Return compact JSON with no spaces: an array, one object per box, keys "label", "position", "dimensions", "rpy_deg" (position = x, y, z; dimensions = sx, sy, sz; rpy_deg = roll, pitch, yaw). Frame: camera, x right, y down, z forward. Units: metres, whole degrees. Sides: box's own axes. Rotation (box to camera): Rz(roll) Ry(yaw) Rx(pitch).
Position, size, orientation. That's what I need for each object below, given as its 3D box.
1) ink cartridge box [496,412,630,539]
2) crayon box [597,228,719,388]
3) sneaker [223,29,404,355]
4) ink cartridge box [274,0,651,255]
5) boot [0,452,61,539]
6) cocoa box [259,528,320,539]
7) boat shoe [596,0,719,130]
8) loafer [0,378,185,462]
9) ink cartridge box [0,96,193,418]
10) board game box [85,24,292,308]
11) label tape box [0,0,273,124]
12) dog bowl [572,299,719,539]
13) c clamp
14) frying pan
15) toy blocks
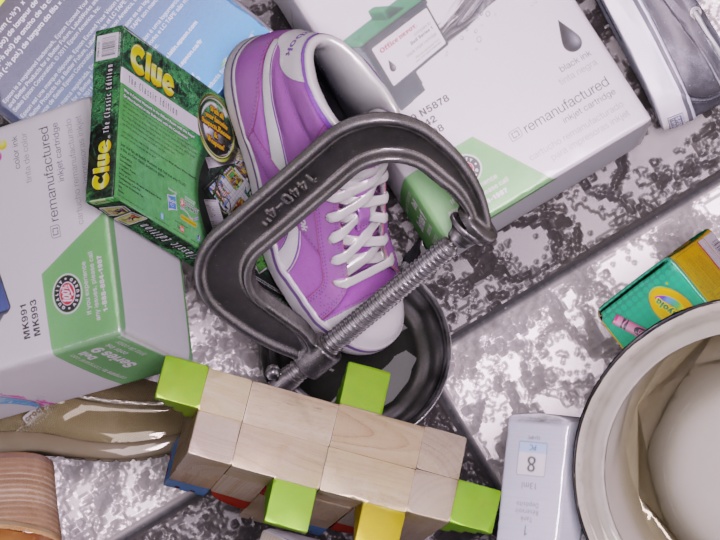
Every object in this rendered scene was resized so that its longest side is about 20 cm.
[{"label":"ink cartridge box","position":[0.136,0.186,1.584],"dimensions":[0.047,0.160,0.200],"rpy_deg":[2,85,36]},{"label":"crayon box","position":[0.231,0.076,1.598],"dimensions":[0.058,0.119,0.200],"rpy_deg":[-39,85,19]},{"label":"sneaker","position":[-0.009,-0.042,1.578],"dimensions":[0.073,0.114,0.201],"rpy_deg":[-31,106,-29]},{"label":"ink cartridge box","position":[0.056,-0.128,1.631],"dimensions":[0.146,0.084,0.200],"rpy_deg":[-32,82,-5]},{"label":"boot","position":[-0.267,0.193,1.605],"dimensions":[0.200,0.074,0.155],"rpy_deg":[-12,63,21]},{"label":"cocoa box","position":[-0.005,0.268,1.576],"dimensions":[0.131,0.133,0.200],"rpy_deg":[19,87,37]},{"label":"boat shoe","position":[0.168,-0.186,1.646],"dimensions":[0.068,0.072,0.200],"rpy_deg":[-26,88,3]},{"label":"loafer","position":[-0.173,0.078,1.645],"dimensions":[0.200,0.076,0.068],"rpy_deg":[-2,93,3]},{"label":"ink cartridge box","position":[-0.209,0.003,1.584],"dimensions":[0.200,0.087,0.145],"rpy_deg":[-16,70,24]},{"label":"board game box","position":[-0.092,-0.054,1.583],"dimensions":[0.023,0.200,0.105],"rpy_deg":[-7,67,28]},{"label":"label tape box","position":[-0.168,-0.147,1.664],"dimensions":[0.200,0.066,0.143],"rpy_deg":[39,91,6]},{"label":"dog bowl","position":[0.220,0.108,1.505],"dimensions":[0.200,0.074,0.200],"rpy_deg":[3,99,17]},{"label":"c clamp","position":[0.000,0.000,1.565],"dimensions":[0.171,0.027,0.200],"rpy_deg":[33,119,-23]},{"label":"frying pan","position":[0.006,0.013,1.662],"dimensions":[0.115,0.031,0.190],"rpy_deg":[13,78,2]},{"label":"toy blocks","position":[-0.031,0.114,1.581],"dimensions":[0.200,0.137,0.100],"rpy_deg":[16,73,-8]}]
